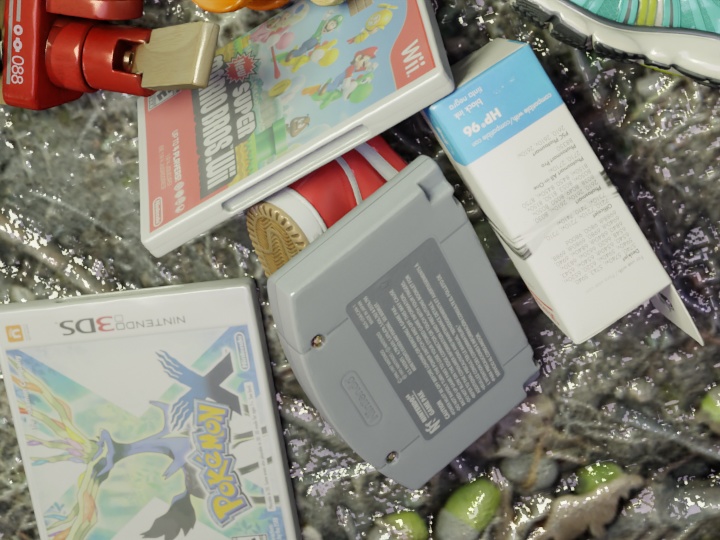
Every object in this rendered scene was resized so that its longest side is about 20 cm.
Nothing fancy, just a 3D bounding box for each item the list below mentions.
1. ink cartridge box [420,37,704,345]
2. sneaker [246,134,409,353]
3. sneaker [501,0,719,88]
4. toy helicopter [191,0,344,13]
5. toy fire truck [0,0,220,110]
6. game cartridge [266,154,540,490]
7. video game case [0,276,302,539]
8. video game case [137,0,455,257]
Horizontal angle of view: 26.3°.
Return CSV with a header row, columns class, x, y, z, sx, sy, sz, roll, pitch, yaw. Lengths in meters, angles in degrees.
class,x,y,z,sx,sy,sz,roll,pitch,yaw
ink cartridge box,0.113,-0.033,0.900,0.068,0.116,0.200,-33,100,3
sneaker,0.000,0.000,0.958,0.071,0.112,0.200,26,148,31
sneaker,0.167,-0.158,0.891,0.199,0.078,0.080,14,96,-5
toy helicopter,-0.009,-0.217,0.872,0.199,0.079,0.133,0,100,20
toy fire truck,-0.149,-0.172,0.872,0.199,0.129,0.177,12,108,17
game cartridge,0.026,0.040,0.913,0.133,0.040,0.200,-41,134,-12
video game case,-0.143,0.110,1.038,0.181,0.022,0.201,-6,107,10
video game case,-0.045,-0.103,0.898,0.199,0.143,0.017,-28,130,15
